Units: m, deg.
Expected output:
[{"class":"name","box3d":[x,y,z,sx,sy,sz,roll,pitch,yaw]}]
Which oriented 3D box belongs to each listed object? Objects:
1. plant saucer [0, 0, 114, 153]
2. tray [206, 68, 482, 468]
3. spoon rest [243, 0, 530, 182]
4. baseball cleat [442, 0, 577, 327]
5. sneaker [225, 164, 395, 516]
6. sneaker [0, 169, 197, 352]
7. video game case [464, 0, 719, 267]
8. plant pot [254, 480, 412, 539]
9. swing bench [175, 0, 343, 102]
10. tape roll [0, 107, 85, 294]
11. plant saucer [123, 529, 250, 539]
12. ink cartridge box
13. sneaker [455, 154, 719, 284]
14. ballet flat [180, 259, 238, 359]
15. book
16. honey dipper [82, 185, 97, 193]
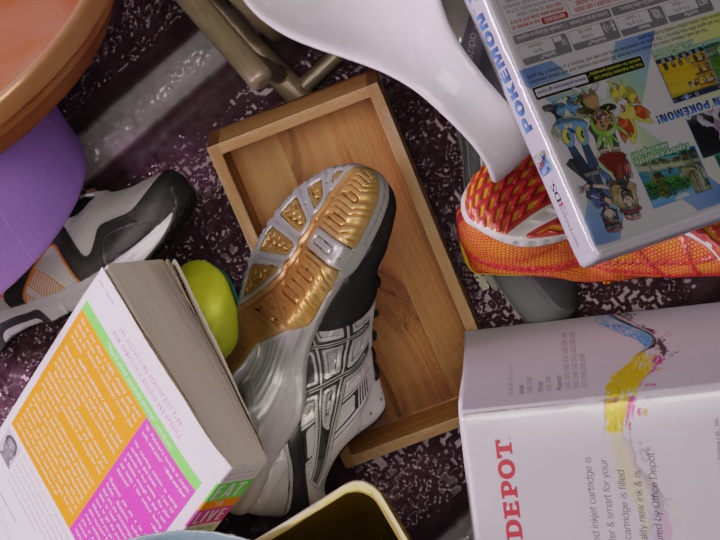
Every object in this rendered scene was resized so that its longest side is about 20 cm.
[{"class":"plant saucer","box3d":[-0.203,-0.111,1.488,0.200,0.200,0.037,-35,121,6]},{"class":"tray","box3d":[0.000,0.000,1.559,0.099,0.037,0.200,-21,108,6]},{"class":"spoon rest","box3d":[0.015,-0.130,1.444,0.099,0.061,0.200,-44,88,4]},{"class":"baseball cleat","box3d":[0.098,-0.070,1.550,0.106,0.070,0.200,-20,87,32]},{"class":"sneaker","box3d":[-0.020,0.039,1.518,0.088,0.076,0.200,17,106,-30]},{"class":"sneaker","box3d":[-0.178,-0.012,1.560,0.200,0.074,0.080,-27,100,28]},{"class":"video game case","box3d":[0.158,-0.112,1.462,0.200,0.022,0.182,-18,81,-32]},{"class":"plant pot","box3d":[-0.018,0.238,1.520,0.200,0.176,0.200,-32,86,7]},{"class":"swing bench","box3d":[-0.038,-0.228,1.552,0.199,0.130,0.200,-43,80,6]},{"class":"tape roll","box3d":[-0.250,-0.037,1.539,0.200,0.200,0.066,-28,122,6]},{"class":"plant saucer","box3d":[-0.082,0.228,1.421,0.201,0.039,0.201,0,90,8]},{"class":"ink cartridge box","box3d":[0.158,0.108,1.494,0.200,0.146,0.147,-6,107,5]},{"class":"sneaker","box3d":[0.150,-0.027,1.504,0.200,0.077,0.073,5,66,1]},{"class":"ballet flat","box3d":[-0.107,0.095,1.565,0.067,0.067,0.200,17,106,36]},{"class":"book","box3d":[-0.133,0.108,1.512,0.200,0.048,0.134,-52,58,39]},{"class":"honey dipper","box3d":[-0.115,0.002,1.606,0.200,0.038,0.038,36,94,3]}]
